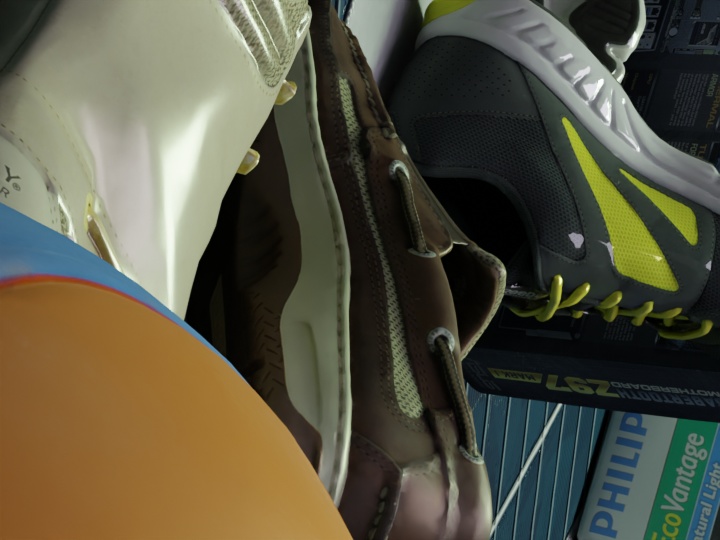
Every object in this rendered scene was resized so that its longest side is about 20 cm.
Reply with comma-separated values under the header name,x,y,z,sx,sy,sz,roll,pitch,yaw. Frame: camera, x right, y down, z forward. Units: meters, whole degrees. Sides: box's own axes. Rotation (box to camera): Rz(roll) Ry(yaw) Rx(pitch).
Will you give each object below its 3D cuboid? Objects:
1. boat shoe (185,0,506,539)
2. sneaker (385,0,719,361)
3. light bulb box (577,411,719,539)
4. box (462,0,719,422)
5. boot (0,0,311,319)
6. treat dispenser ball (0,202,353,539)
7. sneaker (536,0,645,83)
name,x,y,z,sx,sy,sz,roll,pitch,yaw
boat shoe,-0.002,0.005,0.747,0.203,0.075,0.075,-93,-159,-46
sneaker,0.083,-0.008,1.022,0.085,0.200,0.074,-55,-170,-25
light bulb box,0.214,0.108,1.674,0.200,0.124,0.199,68,38,-67
box,0.132,-0.041,1.154,0.051,0.157,0.201,45,57,-50
boot,-0.060,0.009,0.665,0.200,0.073,0.156,81,25,-49
treat dispenser ball,-0.087,0.083,0.368,0.201,0.200,0.202,13,90,-75
sneaker,0.085,-0.134,1.118,0.200,0.080,0.083,-64,178,-20
